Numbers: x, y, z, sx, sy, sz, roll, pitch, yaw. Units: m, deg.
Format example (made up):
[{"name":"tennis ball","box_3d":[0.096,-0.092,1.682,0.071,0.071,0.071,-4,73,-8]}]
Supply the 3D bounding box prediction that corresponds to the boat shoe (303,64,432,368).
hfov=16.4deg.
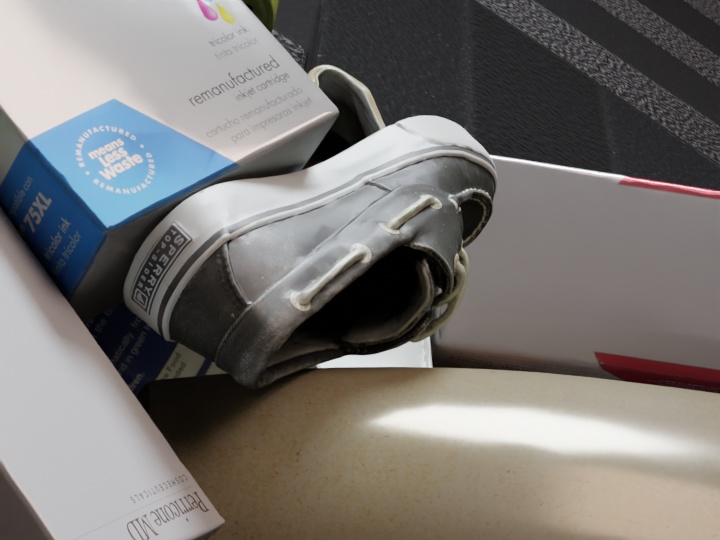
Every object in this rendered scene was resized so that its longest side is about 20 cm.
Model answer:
[{"name":"boat shoe","box_3d":[-0.010,-0.005,1.014,0.075,0.069,0.200,5,40,-23]}]

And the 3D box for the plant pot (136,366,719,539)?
[{"name":"plant pot","box_3d":[0.011,0.108,0.851,0.199,0.188,0.187,15,24,-11]}]

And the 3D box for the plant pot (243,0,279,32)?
[{"name":"plant pot","box_3d":[-0.113,-0.199,1.349,0.187,0.187,0.200,20,40,-38]}]

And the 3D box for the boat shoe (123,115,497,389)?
[{"name":"boat shoe","box_3d":[0.000,0.000,0.858,0.064,0.071,0.200,39,30,19]}]

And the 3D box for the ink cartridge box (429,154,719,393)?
[{"name":"ink cartridge box","box_3d":[0.100,0.015,1.100,0.147,0.086,0.200,7,-10,-1]}]

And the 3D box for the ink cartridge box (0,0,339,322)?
[{"name":"ink cartridge box","box_3d":[-0.119,-0.087,0.844,0.200,0.067,0.116,48,47,12]}]

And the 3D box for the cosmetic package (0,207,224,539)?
[{"name":"cosmetic package","box_3d":[-0.144,0.028,0.750,0.200,0.085,0.108,52,17,6]}]

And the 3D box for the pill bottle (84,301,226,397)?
[{"name":"pill bottle","box_3d":[-0.128,-0.009,0.921,0.200,0.111,0.111,29,21,-22]}]
